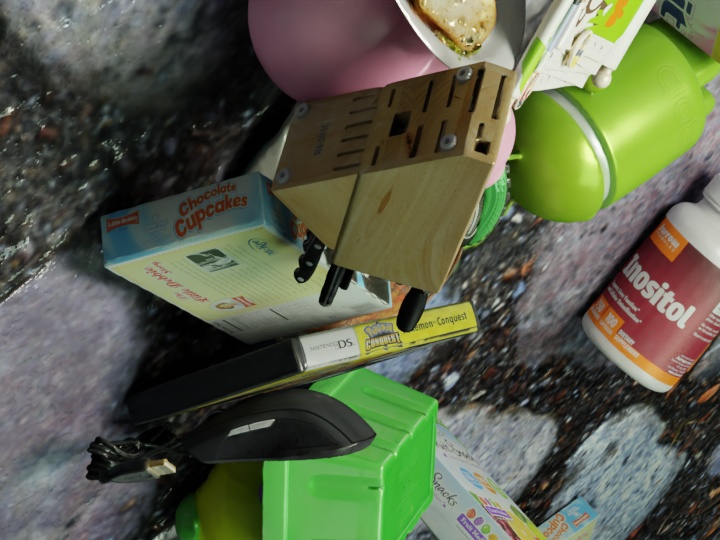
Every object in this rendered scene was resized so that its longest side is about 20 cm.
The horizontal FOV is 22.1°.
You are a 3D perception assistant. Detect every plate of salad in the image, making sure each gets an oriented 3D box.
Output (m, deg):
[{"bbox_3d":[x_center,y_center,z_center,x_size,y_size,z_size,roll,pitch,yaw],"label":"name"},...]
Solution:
[{"bbox_3d":[0.053,-0.206,1.045,0.048,0.202,0.199,-17,168,30],"label":"plate of salad"}]

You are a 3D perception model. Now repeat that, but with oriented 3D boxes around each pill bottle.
[{"bbox_3d":[0.316,0.010,1.787,0.201,0.113,0.113,-52,152,13],"label":"pill bottle"}]

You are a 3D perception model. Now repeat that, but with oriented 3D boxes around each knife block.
[{"bbox_3d":[0.039,-0.032,1.084,0.175,0.198,0.065,42,51,-40],"label":"knife block"}]

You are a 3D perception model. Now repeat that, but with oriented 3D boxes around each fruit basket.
[{"bbox_3d":[-0.054,0.166,1.472,0.214,0.214,0.157,-14,113,-45],"label":"fruit basket"}]

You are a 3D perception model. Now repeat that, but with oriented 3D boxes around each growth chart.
[{"bbox_3d":[0.151,-0.165,1.149,0.200,0.018,0.146,-22,144,-61],"label":"growth chart"}]

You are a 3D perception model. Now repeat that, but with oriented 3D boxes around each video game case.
[{"bbox_3d":[-0.042,0.067,1.331,0.180,0.026,0.199,-11,174,-44],"label":"video game case"}]

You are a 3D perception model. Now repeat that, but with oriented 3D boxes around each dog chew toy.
[{"bbox_3d":[0.023,-0.123,1.114,0.125,0.125,0.200,-44,120,0],"label":"dog chew toy"}]

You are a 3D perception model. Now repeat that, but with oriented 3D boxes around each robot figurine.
[{"bbox_3d":[0.185,-0.115,1.422,0.199,0.116,0.176,-34,150,-20],"label":"robot figurine"}]

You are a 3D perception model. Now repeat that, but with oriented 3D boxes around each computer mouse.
[{"bbox_3d":[-0.097,0.113,1.294,0.140,0.198,0.047,-15,99,-66],"label":"computer mouse"}]

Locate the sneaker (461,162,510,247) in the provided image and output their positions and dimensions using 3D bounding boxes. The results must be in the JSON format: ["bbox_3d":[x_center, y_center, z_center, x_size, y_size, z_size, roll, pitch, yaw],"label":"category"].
[{"bbox_3d":[0.054,-0.092,1.329,0.085,0.078,0.201,-26,138,-15],"label":"sneaker"}]

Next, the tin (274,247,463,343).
[{"bbox_3d":[0.000,0.000,1.411,0.199,0.042,0.112,-11,142,-47],"label":"tin"}]

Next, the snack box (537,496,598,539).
[{"bbox_3d":[0.193,0.360,2.188,0.199,0.037,0.117,-31,150,-26],"label":"snack box"}]

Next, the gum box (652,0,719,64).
[{"bbox_3d":[0.273,-0.253,1.356,0.066,0.114,0.201,-30,150,-27],"label":"gum box"}]

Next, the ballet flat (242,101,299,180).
[{"bbox_3d":[-0.026,-0.080,1.231,0.069,0.069,0.201,-1,130,-54],"label":"ballet flat"}]

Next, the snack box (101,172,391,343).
[{"bbox_3d":[-0.071,-0.004,1.220,0.115,0.038,0.200,-15,158,20],"label":"snack box"}]

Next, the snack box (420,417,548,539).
[{"bbox_3d":[0.084,0.198,1.627,0.053,0.200,0.142,-46,153,6],"label":"snack box"}]
